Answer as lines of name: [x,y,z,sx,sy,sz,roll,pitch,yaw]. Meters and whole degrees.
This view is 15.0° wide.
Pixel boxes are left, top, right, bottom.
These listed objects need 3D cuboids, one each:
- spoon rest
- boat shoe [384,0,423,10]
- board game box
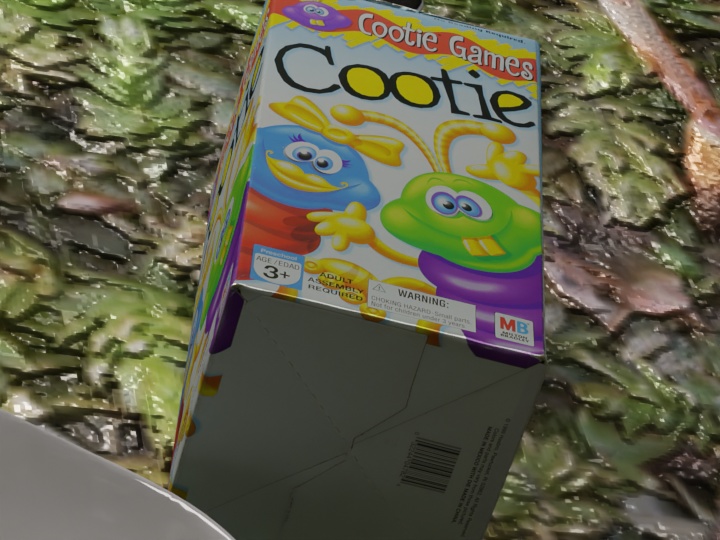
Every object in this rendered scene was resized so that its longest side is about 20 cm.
spoon rest: [-0.115,0.074,0.807,0.200,0.061,0.099,25,34,11]
boat shoe: [-0.033,-0.176,1.197,0.072,0.068,0.200,-7,41,-34]
board game box: [0.000,0.000,0.930,0.103,0.105,0.200,14,33,-7]
